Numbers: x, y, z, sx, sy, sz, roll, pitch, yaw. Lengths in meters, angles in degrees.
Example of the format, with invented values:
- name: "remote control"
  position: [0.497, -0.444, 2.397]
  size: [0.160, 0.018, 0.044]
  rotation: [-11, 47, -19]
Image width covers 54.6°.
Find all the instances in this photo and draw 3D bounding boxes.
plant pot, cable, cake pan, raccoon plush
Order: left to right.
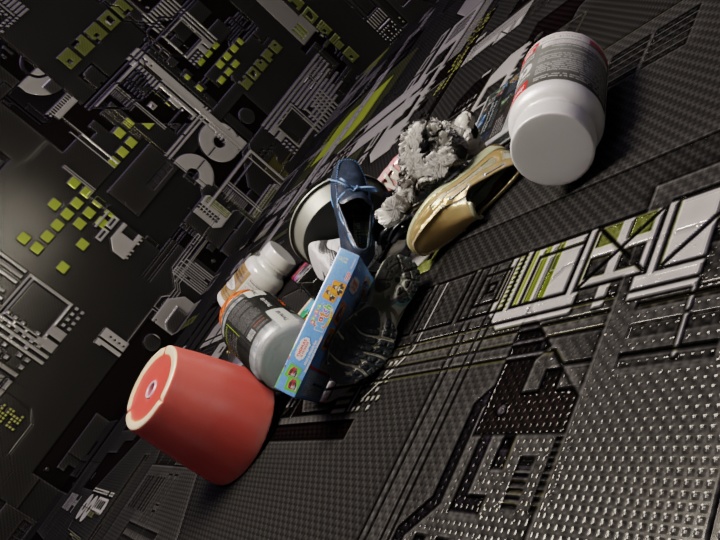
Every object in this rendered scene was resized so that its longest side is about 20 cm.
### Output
- name: "plant pot"
  position: [-0.266, 0.223, 1.130]
  size: [0.200, 0.177, 0.202]
  rotation: [-36, 37, 32]
- name: "cake pan"
  position: [-0.027, -0.075, 1.227]
  size: [0.200, 0.199, 0.037]
  rotation: [-47, 44, 14]
- name: "cable"
  position: [0.098, -0.109, 1.109]
  size: [0.199, 0.051, 0.164]
  rotation: [-12, 34, 42]
- name: "raccoon plush"
  position: [0.104, -0.160, 1.064]
  size: [0.200, 0.097, 0.134]
  rotation: [-42, -14, 26]

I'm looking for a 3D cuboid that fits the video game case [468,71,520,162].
- name: "video game case"
  position: [0.258, -0.277, 1.170]
  size: [0.181, 0.023, 0.201]
  rotation: [-32, 25, 49]

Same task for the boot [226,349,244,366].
- name: "boot"
  position: [-0.253, 0.209, 1.355]
  size: [0.199, 0.073, 0.152]
  rotation: [-33, 35, 39]

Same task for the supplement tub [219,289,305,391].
- name: "supplement tub"
  position: [-0.159, 0.109, 1.172]
  size: [0.123, 0.122, 0.199]
  rotation: [-52, 37, -6]

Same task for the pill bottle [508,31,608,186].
- name: "pill bottle"
  position: [0.244, -0.201, 0.859]
  size: [0.114, 0.114, 0.201]
  rotation: [-36, 20, 41]

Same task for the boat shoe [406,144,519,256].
- name: "boat shoe"
  position: [0.146, -0.092, 0.989]
  size: [0.200, 0.071, 0.076]
  rotation: [-49, 30, 11]

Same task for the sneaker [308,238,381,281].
- name: "sneaker"
  position: [0.000, 0.000, 1.141]
  size: [0.114, 0.076, 0.200]
  rotation: [-21, 41, -18]

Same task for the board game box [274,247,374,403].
- name: "board game box"
  position: [-0.044, 0.083, 0.972]
  size: [0.202, 0.036, 0.151]
  rotation: [-64, -14, -8]

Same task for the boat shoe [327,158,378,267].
- name: "boat shoe"
  position: [-0.001, -0.099, 1.107]
  size: [0.069, 0.083, 0.202]
  rotation: [111, 149, -60]

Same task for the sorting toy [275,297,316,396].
- name: "sorting toy"
  position: [-0.116, 0.122, 1.283]
  size: [0.186, 0.036, 0.200]
  rotation: [-50, 16, 3]

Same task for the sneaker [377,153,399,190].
- name: "sneaker"
  position: [0.044, -0.136, 1.303]
  size: [0.201, 0.075, 0.105]
  rotation: [-52, -9, 23]

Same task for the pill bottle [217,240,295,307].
- name: "pill bottle"
  position: [-0.260, 0.028, 1.762]
  size: [0.200, 0.114, 0.115]
  rotation: [-47, 16, 10]

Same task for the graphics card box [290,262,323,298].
- name: "graphics card box"
  position: [-0.078, -0.009, 1.398]
  size: [0.126, 0.051, 0.200]
  rotation: [-46, 9, -4]

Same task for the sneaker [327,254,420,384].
- name: "sneaker"
  position: [0.019, 0.077, 0.976]
  size: [0.201, 0.077, 0.086]
  rotation: [-55, -3, -22]
